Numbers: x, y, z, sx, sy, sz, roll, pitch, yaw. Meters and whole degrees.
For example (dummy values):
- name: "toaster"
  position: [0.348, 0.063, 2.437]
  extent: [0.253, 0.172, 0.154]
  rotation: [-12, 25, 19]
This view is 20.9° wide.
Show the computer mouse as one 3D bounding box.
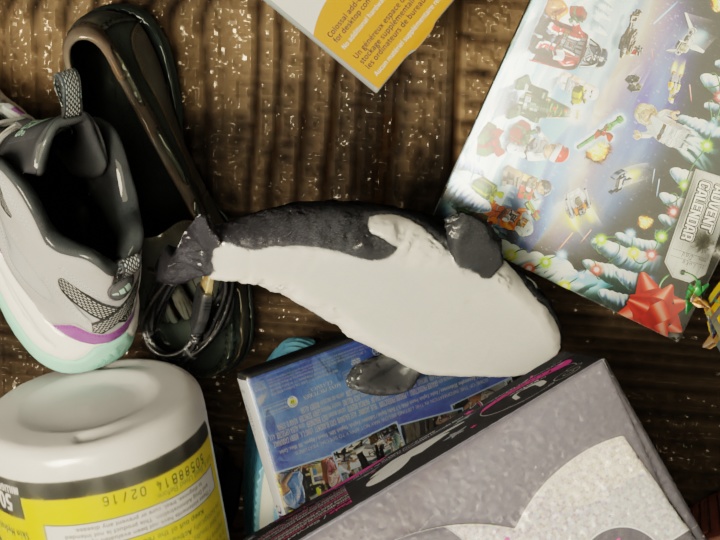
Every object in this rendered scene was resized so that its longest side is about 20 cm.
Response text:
- name: "computer mouse"
  position: [-0.090, 0.079, 0.999]
  extent: [0.058, 0.034, 0.201]
  rotation: [9, 122, 7]

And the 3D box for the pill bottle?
- name: "pill bottle"
  position: [-0.116, 0.154, 0.964]
  extent: [0.111, 0.111, 0.201]
  rotation: [-4, 110, 13]

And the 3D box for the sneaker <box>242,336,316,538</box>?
- name: "sneaker"
  position: [-0.018, 0.131, 1.010]
  extent: [0.080, 0.077, 0.201]
  rotation: [-3, 102, -7]

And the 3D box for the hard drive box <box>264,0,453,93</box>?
- name: "hard drive box"
  position: [-0.016, -0.208, 0.891]
  extent: [0.200, 0.077, 0.156]
  rotation: [38, 121, -4]

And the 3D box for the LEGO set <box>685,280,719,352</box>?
- name: "LEGO set"
  position: [0.247, -0.008, 0.896]
  extent: [0.199, 0.116, 0.154]
  rotation: [13, 120, -16]

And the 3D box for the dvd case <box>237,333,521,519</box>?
- name: "dvd case"
  position: [0.030, 0.122, 0.980]
  extent: [0.142, 0.018, 0.201]
  rotation: [-19, 100, -21]

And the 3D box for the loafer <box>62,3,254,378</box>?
- name: "loafer"
  position: [-0.111, -0.034, 0.989]
  extent: [0.072, 0.063, 0.201]
  rotation: [-15, 99, 14]

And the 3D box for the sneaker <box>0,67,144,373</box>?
- name: "sneaker"
  position: [-0.162, -0.061, 0.943]
  extent: [0.200, 0.078, 0.140]
  rotation: [49, 146, 15]

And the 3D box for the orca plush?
- name: "orca plush"
  position: [0.000, 0.000, 0.940]
  extent: [0.199, 0.071, 0.105]
  rotation: [3, 123, -13]

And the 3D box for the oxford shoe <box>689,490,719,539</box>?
- name: "oxford shoe"
  position: [0.245, 0.132, 0.949]
  extent: [0.199, 0.071, 0.074]
  rotation: [-13, 104, 15]

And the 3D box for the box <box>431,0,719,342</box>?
- name: "box"
  position: [0.135, -0.084, 0.937]
  extent: [0.137, 0.040, 0.200]
  rotation: [25, 106, 5]

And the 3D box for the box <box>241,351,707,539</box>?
- name: "box"
  position: [0.049, 0.142, 0.884]
  extent: [0.200, 0.115, 0.132]
  rotation: [-30, 91, -2]
